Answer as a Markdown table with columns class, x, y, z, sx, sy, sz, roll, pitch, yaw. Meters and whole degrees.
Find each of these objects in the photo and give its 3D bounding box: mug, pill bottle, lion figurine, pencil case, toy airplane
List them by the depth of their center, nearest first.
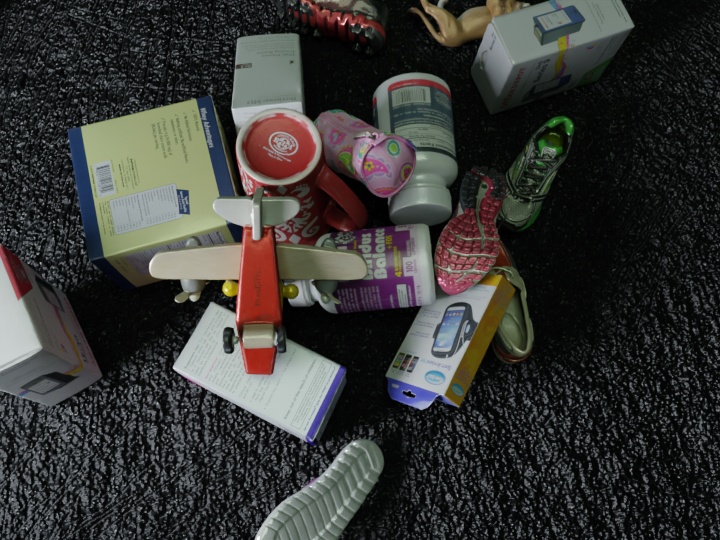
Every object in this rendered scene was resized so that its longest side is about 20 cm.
| class | x | y | z | sx | sy | sz | roll | pitch | yaw |
| --- | --- | --- | --- | --- | --- | --- | --- | --- | --- |
| toy airplane | -0.122 | -0.002 | 0.775 | 0.200 | 0.141 | 0.199 | 44 | 88 | -4 |
| pencil case | -0.003 | -0.166 | 0.872 | 0.087 | 0.088 | 0.200 | -33 | 32 | -11 |
| mug | -0.080 | -0.125 | 0.874 | 0.176 | 0.200 | 0.134 | -4 | 72 | -2 |
| pill bottle | 0.000 | 0.000 | 0.877 | 0.199 | 0.112 | 0.113 | -6 | 72 | 6 |
| pill bottle | 0.081 | -0.172 | 0.935 | 0.119 | 0.120 | 0.201 | -2 | 73 | -2 |
| lion figurine | 0.187 | -0.407 | 1.046 | 0.199 | 0.072 | 0.123 | -15 | 86 | 9 |

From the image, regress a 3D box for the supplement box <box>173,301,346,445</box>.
| class | x | y | z | sx | sy | sz | roll | pitch | yaw |
| --- | --- | --- | --- | --- | --- | --- | --- | --- | --- |
| supplement box | -0.127 | 0.138 | 0.841 | 0.199 | 0.101 | 0.104 | 24 | 73 | 6 |

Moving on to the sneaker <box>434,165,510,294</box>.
| class | x | y | z | sx | sy | sz | roll | pitch | yaw |
| --- | --- | --- | --- | --- | --- | --- | --- | --- | --- |
| sneaker | 0.155 | -0.048 | 0.878 | 0.080 | 0.075 | 0.201 | 20 | 59 | 10 |

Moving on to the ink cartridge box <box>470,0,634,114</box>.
| class | x | y | z | sx | sy | sz | roll | pitch | yaw |
| --- | --- | --- | --- | --- | --- | --- | --- | --- | --- |
| ink cartridge box | 0.286 | -0.334 | 0.977 | 0.199 | 0.145 | 0.088 | -17 | 75 | -8 |

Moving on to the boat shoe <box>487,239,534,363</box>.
| class | x | y | z | sx | sy | sz | roll | pitch | yaw |
| --- | --- | --- | --- | --- | --- | --- | --- | --- | --- |
| boat shoe | 0.199 | 0.031 | 0.903 | 0.071 | 0.063 | 0.201 | -9 | 71 | -2 |

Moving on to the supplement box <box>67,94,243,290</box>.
| class | x | y | z | sx | sy | sz | roll | pitch | yaw |
| --- | --- | --- | --- | --- | --- | --- | --- | --- | --- |
| supplement box | -0.273 | -0.106 | 0.898 | 0.199 | 0.134 | 0.201 | -15 | 73 | -6 |

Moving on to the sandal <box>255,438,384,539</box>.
| class | x | y | z | sx | sy | sz | roll | pitch | yaw |
| --- | --- | --- | --- | --- | --- | --- | --- | --- | --- |
| sandal | -0.048 | 0.302 | 0.821 | 0.202 | 0.050 | 0.083 | -36 | 91 | -25 |

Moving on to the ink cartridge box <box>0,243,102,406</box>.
| class | x | y | z | sx | sy | sz | roll | pitch | yaw |
| --- | --- | --- | --- | --- | --- | --- | --- | --- | --- |
| ink cartridge box | -0.421 | 0.076 | 0.803 | 0.085 | 0.200 | 0.148 | -28 | 75 | -10 |

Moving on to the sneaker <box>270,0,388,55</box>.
| class | x | y | z | sx | sy | sz | roll | pitch | yaw |
| --- | --- | --- | --- | --- | --- | --- | --- | --- | --- |
| sneaker | -0.043 | -0.428 | 1.040 | 0.199 | 0.071 | 0.098 | 20 | 73 | 3 |

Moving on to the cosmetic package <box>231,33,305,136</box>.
| class | x | y | z | sx | sy | sz | roll | pitch | yaw |
| --- | --- | --- | --- | --- | --- | --- | --- | --- | --- |
| cosmetic package | -0.133 | -0.271 | 0.949 | 0.101 | 0.074 | 0.201 | -6 | 46 | -3 |

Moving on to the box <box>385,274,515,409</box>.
| class | x | y | z | sx | sy | sz | roll | pitch | yaw |
| --- | --- | --- | --- | --- | --- | --- | --- | --- | --- |
| box | 0.114 | 0.095 | 0.854 | 0.041 | 0.119 | 0.201 | 37 | 73 | -32 |

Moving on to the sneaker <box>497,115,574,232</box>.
| class | x | y | z | sx | sy | sz | roll | pitch | yaw |
| --- | --- | --- | --- | --- | --- | --- | --- | --- | --- |
| sneaker | 0.254 | -0.148 | 0.949 | 0.078 | 0.085 | 0.201 | 26 | 74 | 7 |
